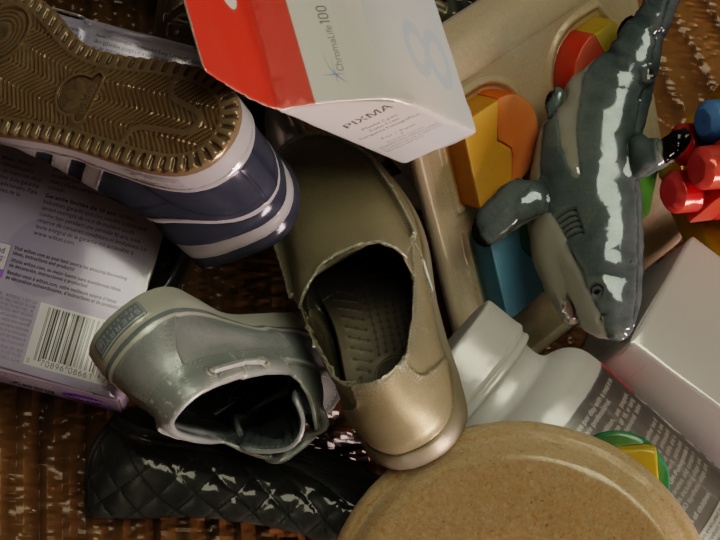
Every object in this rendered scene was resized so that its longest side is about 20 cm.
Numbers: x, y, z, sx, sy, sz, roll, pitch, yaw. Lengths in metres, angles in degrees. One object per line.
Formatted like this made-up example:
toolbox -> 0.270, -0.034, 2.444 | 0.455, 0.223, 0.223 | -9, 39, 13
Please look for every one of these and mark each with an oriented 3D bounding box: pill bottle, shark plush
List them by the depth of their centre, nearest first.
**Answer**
pill bottle -> 0.115, 0.112, 0.958 | 0.200, 0.111, 0.111 | 41, 60, 0
shark plush -> 0.145, -0.065, 0.973 | 0.091, 0.083, 0.201 | 32, 82, -44

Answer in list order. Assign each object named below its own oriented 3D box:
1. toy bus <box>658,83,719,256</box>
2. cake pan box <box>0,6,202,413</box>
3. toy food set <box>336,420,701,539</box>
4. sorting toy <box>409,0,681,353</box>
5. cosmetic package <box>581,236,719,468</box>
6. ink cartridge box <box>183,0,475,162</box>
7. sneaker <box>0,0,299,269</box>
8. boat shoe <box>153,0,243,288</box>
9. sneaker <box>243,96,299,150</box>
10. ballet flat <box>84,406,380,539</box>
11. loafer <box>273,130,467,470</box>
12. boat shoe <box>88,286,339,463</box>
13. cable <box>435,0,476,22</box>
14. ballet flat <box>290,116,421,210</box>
toy bus -> 0.238, -0.055, 1.022 | 0.191, 0.200, 0.136 | -10, 70, -26
cake pan box -> -0.180, -0.041, 0.904 | 0.199, 0.052, 0.185 | 14, 78, -1
toy food set -> 0.079, 0.172, 0.886 | 0.197, 0.049, 0.201 | -4, 94, 5
sorting toy -> 0.108, -0.063, 1.018 | 0.185, 0.036, 0.201 | -35, 121, -29
cosmetic package -> 0.222, 0.085, 1.013 | 0.200, 0.108, 0.085 | 35, 61, -2
ink cartridge box -> -0.024, -0.147, 0.847 | 0.200, 0.047, 0.161 | 18, 53, -63
sneaker -> -0.117, -0.064, 0.862 | 0.199, 0.109, 0.070 | 22, 76, 31
boat shoe -> -0.097, -0.071, 0.980 | 0.072, 0.072, 0.201 | 12, 77, 0
sneaker -> -0.027, -0.146, 1.043 | 0.081, 0.075, 0.201 | 21, 64, -24
ballet flat -> -0.045, 0.120, 0.937 | 0.199, 0.066, 0.057 | 18, 102, -12
loafer -> 0.000, 0.000, 0.896 | 0.075, 0.068, 0.201 | -25, 55, 2
boat shoe -> -0.055, 0.062, 0.885 | 0.070, 0.201, 0.072 | -45, 65, 12
cable -> 0.084, -0.129, 1.079 | 0.199, 0.050, 0.098 | 22, 48, -39
ballet flat -> 0.004, -0.078, 1.001 | 0.062, 0.067, 0.200 | -41, 129, 3
